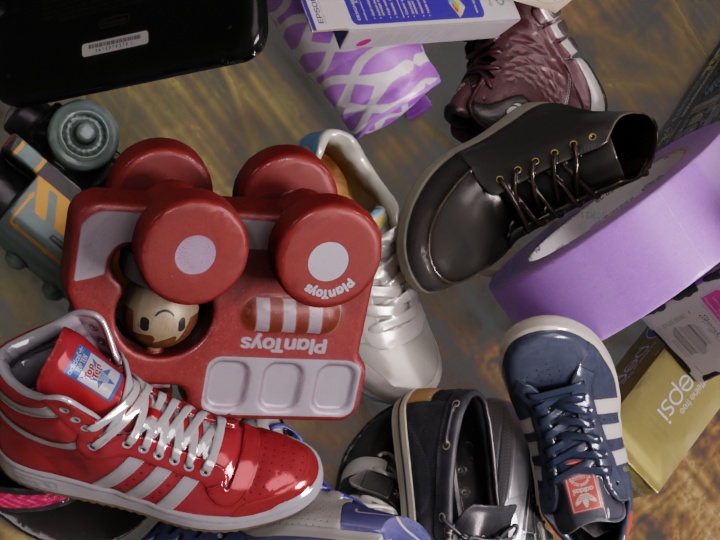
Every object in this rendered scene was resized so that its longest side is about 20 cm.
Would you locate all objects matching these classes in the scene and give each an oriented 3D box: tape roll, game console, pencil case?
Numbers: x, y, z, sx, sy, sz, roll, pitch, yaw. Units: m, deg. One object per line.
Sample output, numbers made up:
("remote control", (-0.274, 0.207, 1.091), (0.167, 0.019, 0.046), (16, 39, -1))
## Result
("tape roll", (0.188, -0.020, 1.162), (0.200, 0.200, 0.066), (-37, 94, -27))
("game console", (-0.125, -0.194, 1.059), (0.116, 0.199, 0.177), (12, 72, -61))
("pencil case", (-0.021, -0.192, 1.181), (0.084, 0.085, 0.201), (-30, 91, 13))

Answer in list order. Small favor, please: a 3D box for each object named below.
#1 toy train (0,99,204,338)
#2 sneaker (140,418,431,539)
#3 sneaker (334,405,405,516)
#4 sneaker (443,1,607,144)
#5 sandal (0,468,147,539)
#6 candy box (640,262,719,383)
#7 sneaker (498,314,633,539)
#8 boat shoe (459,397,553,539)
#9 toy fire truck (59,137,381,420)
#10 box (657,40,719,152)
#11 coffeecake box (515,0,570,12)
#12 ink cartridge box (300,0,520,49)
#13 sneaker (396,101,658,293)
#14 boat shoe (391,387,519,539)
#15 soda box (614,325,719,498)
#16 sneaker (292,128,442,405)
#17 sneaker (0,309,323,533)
("toy train", (-0.163, -0.022, 1.073), (0.200, 0.085, 0.114), (40, 74, -10))
("sneaker", (-0.046, 0.142, 1.038), (0.081, 0.198, 0.116), (54, 44, -40))
("sneaker", (0.011, 0.170, 1.100), (0.074, 0.088, 0.200), (36, 64, -11))
("sneaker", (0.092, -0.166, 1.227), (0.115, 0.076, 0.201), (-35, 93, -24))
("sandal", (-0.217, 0.116, 1.030), (0.199, 0.045, 0.075), (25, 67, -17))
("candy box", (0.308, -0.021, 1.142), (0.072, 0.200, 0.168), (47, 64, -1))
("sneaker", (0.143, 0.119, 1.095), (0.085, 0.075, 0.201), (-87, 158, -50))
("boat shoe", (0.097, 0.191, 1.151), (0.071, 0.072, 0.201), (14, 76, -41))
("toy fire truck", (-0.083, 0.017, 1.011), (0.199, 0.112, 0.169), (2, 113, -21))
("box", (0.312, -0.143, 1.263), (0.051, 0.157, 0.200), (46, 57, -14))
("coffeecake box", (0.099, -0.258, 1.099), (0.199, 0.153, 0.073), (8, 61, -35))
("ink cartridge box", (0.019, -0.202, 1.134), (0.199, 0.037, 0.095), (-10, 75, -44))
("sneaker", (0.113, -0.057, 1.124), (0.200, 0.106, 0.075), (-45, 120, -33))
("boat shoe", (0.069, 0.170, 1.077), (0.074, 0.062, 0.201), (15, 62, -56))
("soda box", (0.234, 0.078, 1.232), (0.064, 0.068, 0.200), (45, 64, -7))
("sneaker", (0.000, 0.000, 1.135), (0.076, 0.081, 0.201), (-25, 86, -27))
("sneaker", (-0.120, 0.086, 0.958), (0.199, 0.113, 0.071), (7, 47, 5))
